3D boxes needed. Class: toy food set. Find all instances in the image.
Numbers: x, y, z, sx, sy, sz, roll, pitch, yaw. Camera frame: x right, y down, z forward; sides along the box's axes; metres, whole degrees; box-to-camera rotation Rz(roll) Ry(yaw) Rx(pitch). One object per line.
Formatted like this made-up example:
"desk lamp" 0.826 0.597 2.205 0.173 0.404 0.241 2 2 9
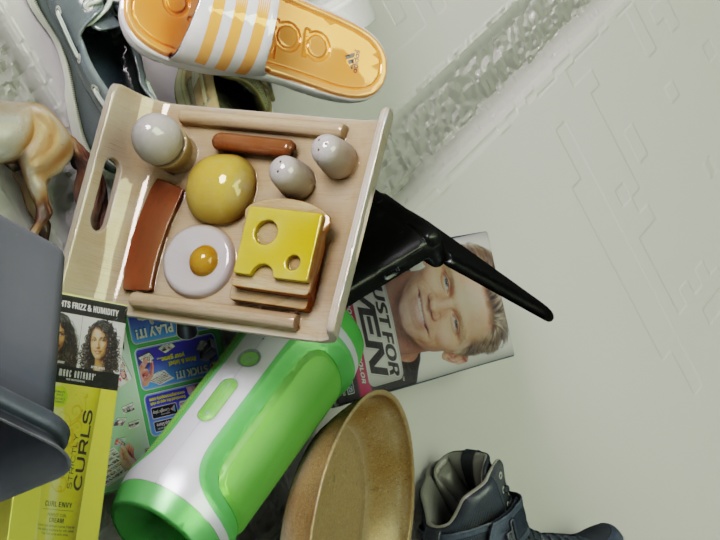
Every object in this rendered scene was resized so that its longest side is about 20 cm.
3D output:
"toy food set" -0.084 -0.040 1.251 0.060 0.199 0.145 37 64 -60

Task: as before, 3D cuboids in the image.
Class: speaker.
"speaker" -0.077 0.102 1.322 0.089 0.088 0.200 53 53 -22

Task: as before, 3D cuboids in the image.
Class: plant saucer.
"plant saucer" -0.013 0.179 1.381 0.200 0.035 0.202 7 90 -69

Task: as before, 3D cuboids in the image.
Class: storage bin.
"storage bin" -0.243 0.056 1.145 0.145 0.199 0.135 31 51 -36

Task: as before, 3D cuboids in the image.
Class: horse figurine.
"horse figurine" -0.231 -0.069 1.277 0.199 0.050 0.134 20 73 -39

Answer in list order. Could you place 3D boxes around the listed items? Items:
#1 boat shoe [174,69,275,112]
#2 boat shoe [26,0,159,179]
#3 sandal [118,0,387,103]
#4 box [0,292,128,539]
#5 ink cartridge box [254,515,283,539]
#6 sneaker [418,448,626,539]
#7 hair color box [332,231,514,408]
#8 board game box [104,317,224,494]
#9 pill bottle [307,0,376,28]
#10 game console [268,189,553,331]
"boat shoe" -0.085 -0.104 1.379 0.073 0.063 0.201 38 33 -25
"boat shoe" -0.171 -0.164 1.347 0.073 0.062 0.202 -16 92 -44
"sandal" -0.060 -0.166 1.351 0.205 0.059 0.080 12 77 -29
"box" -0.193 0.114 1.224 0.075 0.050 0.202 14 81 -46
"ink cartridge box" -0.062 0.266 1.385 0.162 0.050 0.200 66 28 -10
"sneaker" 0.125 0.194 1.547 0.202 0.077 0.147 -23 100 -44
"hair color box" 0.021 0.036 1.492 0.199 0.060 0.101 -13 91 -46
"board game box" -0.168 0.076 1.321 0.199 0.029 0.136 -11 89 -45
"pill bottle" -0.067 -0.250 1.433 0.112 0.112 0.201 -40 109 -42
"game console" 0.000 0.000 1.368 0.175 0.200 0.117 -31 120 -13
